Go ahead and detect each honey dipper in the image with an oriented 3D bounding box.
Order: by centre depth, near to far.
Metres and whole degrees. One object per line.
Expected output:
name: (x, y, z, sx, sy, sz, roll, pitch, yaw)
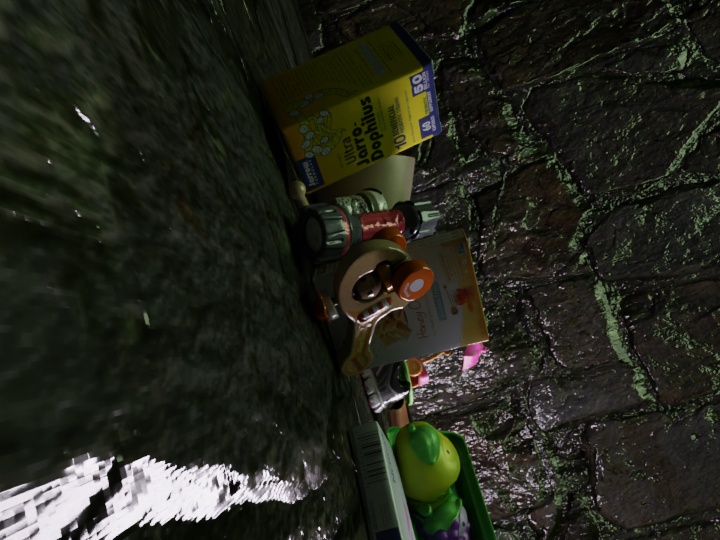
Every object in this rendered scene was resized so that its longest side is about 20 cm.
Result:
honey dipper: (-0.053, -0.045, 0.814, 0.202, 0.037, 0.038, 69, 5, -48)

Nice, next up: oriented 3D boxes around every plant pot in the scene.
plant pot: (0.006, -0.090, 1.050, 0.187, 0.183, 0.205, -70, 158, -85)

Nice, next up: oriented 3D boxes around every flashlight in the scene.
flashlight: (0.016, -0.055, 0.729, 0.068, 0.197, 0.069, 50, -46, 31)

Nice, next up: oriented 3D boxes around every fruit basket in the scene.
fruit basket: (0.105, 0.295, 0.854, 0.215, 0.152, 0.220, -171, -90, -76)

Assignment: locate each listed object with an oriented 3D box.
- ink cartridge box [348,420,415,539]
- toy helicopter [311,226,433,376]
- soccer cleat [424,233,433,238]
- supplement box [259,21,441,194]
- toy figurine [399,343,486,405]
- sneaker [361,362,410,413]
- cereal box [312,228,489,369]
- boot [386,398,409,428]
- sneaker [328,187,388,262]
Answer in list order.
ink cartridge box: (0.041, 0.306, 0.724, 0.201, 0.042, 0.199, 67, 8, -60)
toy helicopter: (-0.004, 0.052, 0.697, 0.079, 0.130, 0.203, 53, -36, 40)
soccer cleat: (0.090, -0.027, 0.987, 0.200, 0.082, 0.066, 46, 25, -57)
supplement box: (-0.010, -0.207, 0.768, 0.110, 0.197, 0.110, 69, -5, -51)
toy figurine: (0.146, 0.136, 1.166, 0.151, 0.181, 0.202, 86, -14, -56)
sneaker: (0.036, 0.137, 1.039, 0.074, 0.086, 0.204, -34, 108, -87)
cereal box: (0.052, 0.042, 0.764, 0.040, 0.196, 0.146, -87, 160, -67)
boot: (0.081, 0.327, 1.121, 0.188, 0.067, 0.204, -10, 88, -75)
sneaker: (-0.018, -0.010, 0.810, 0.076, 0.087, 0.205, 3, -86, 54)
